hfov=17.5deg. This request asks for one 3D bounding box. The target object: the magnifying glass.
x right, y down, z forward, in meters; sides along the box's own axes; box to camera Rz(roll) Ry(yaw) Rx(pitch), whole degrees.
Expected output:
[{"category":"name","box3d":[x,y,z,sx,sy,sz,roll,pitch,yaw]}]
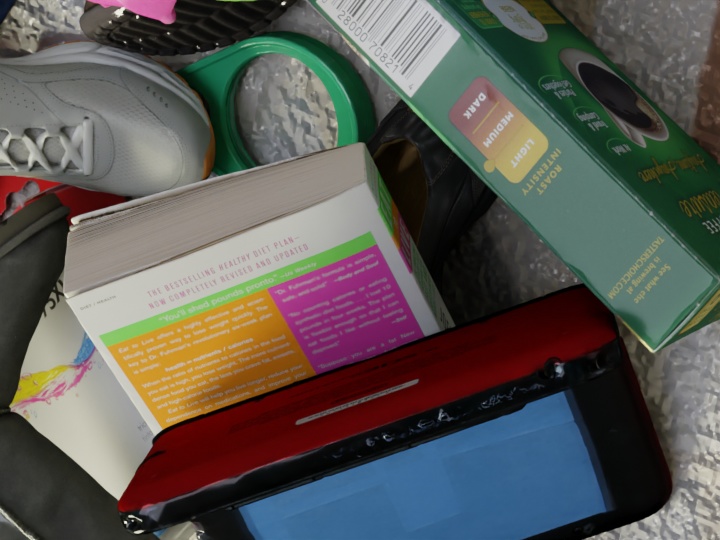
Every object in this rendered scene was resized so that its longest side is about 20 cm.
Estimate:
[{"category":"magnifying glass","box3d":[-0.081,-0.077,1.089,0.199,0.022,0.080,9,111,29]}]

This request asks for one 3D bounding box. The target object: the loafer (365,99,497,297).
[{"category":"loafer","box3d":[0.000,0.000,1.026,0.073,0.072,0.201,34,122,18]}]

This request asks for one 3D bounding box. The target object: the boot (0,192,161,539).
[{"category":"boot","box3d":[-0.134,0.092,1.058,0.200,0.073,0.182,43,98,2]}]

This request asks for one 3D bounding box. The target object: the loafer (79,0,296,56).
[{"category":"loafer","box3d":[-0.044,-0.161,1.012,0.199,0.073,0.071,-30,63,27]}]

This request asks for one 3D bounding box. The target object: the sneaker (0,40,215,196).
[{"category":"sneaker","box3d":[-0.166,-0.062,1.060,0.198,0.092,0.076,14,125,9]}]

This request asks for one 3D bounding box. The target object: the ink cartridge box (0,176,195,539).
[{"category":"ink cartridge box","box3d":[-0.137,0.038,1.133,0.200,0.067,0.116,51,125,10]}]

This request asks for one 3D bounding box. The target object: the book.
[{"category":"book","box3d":[-0.023,0.044,0.990,0.133,0.048,0.201,-16,132,12]}]

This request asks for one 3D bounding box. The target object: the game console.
[{"category":"game console","box3d":[0.023,0.093,0.938,0.198,0.172,0.120,-20,98,6]}]

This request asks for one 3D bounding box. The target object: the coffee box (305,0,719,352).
[{"category":"coffee box","box3d":[0.076,-0.058,0.924,0.200,0.123,0.044,45,112,12]}]

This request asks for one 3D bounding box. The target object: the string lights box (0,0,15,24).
[{"category":"string lights box","box3d":[-0.196,-0.181,1.104,0.103,0.059,0.200,48,125,11]}]

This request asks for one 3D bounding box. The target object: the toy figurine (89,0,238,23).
[{"category":"toy figurine","box3d":[-0.044,-0.157,0.852,0.198,0.184,0.151,-16,107,15]}]
